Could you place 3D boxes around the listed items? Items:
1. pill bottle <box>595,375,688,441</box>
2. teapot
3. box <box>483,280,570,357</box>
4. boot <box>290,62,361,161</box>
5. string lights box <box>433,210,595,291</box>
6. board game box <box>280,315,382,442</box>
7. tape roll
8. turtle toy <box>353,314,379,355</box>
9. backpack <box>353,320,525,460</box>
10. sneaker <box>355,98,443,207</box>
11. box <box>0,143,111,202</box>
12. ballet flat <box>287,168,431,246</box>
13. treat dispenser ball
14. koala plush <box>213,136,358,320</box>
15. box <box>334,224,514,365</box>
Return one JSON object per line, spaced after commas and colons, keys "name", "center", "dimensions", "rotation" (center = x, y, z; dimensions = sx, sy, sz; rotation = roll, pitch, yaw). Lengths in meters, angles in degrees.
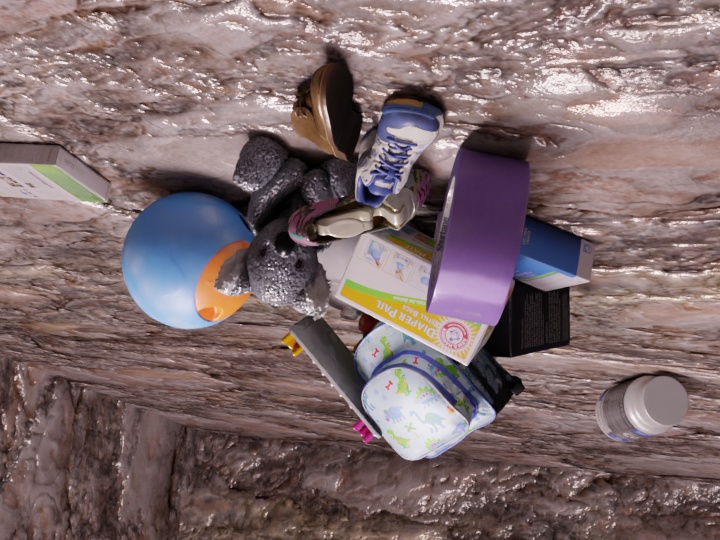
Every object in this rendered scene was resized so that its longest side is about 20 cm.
{"name": "pill bottle", "center": [0.542, 0.264, 2.407], "dimensions": [0.114, 0.114, 0.200], "rotation": [14, 164, -10]}
{"name": "teapot", "center": [0.000, 0.000, 1.817], "dimensions": [0.197, 0.146, 0.200], "rotation": [10, 163, 4]}
{"name": "box", "center": [0.205, 0.066, 1.862], "dimensions": [0.148, 0.104, 0.200], "rotation": [1, -176, 36]}
{"name": "boot", "center": [-0.047, -0.177, 1.389], "dimensions": [0.075, 0.074, 0.200], "rotation": [20, 167, 8]}
{"name": "string lights box", "center": [0.210, -0.032, 1.716], "dimensions": [0.200, 0.059, 0.103], "rotation": [20, 162, -26]}
{"name": "board game box", "center": [-0.029, 0.154, 1.844], "dimensions": [0.200, 0.026, 0.200], "rotation": [51, -170, 2]}
{"name": "tape roll", "center": [0.137, -0.039, 1.484], "dimensions": [0.085, 0.200, 0.200], "rotation": [10, 164, 0]}
{"name": "turtle toy", "center": [0.047, 0.074, 1.919], "dimensions": [0.200, 0.146, 0.101], "rotation": [30, 155, 33]}
{"name": "backpack", "center": [0.089, 0.151, 1.749], "dimensions": [0.200, 0.147, 0.183], "rotation": [51, 131, 0]}
{"name": "sneaker", "center": [0.042, -0.130, 1.444], "dimensions": [0.075, 0.088, 0.200], "rotation": [15, 162, -7]}
{"name": "box", "center": [-0.491, -0.146, 1.860], "dimensions": [0.200, 0.036, 0.144], "rotation": [6, 163, 23]}
{"name": "ballet flat", "center": [0.010, -0.070, 1.545], "dimensions": [0.200, 0.069, 0.071], "rotation": [-19, -153, -17]}
{"name": "treat dispenser ball", "center": [-0.248, -0.015, 1.833], "dimensions": [0.201, 0.201, 0.201], "rotation": [11, 164, 3]}
{"name": "koala plush", "center": [-0.093, -0.042, 1.635], "dimensions": [0.177, 0.200, 0.184], "rotation": [13, 164, -6]}
{"name": "box", "center": [0.086, 0.024, 1.641], "dimensions": [0.200, 0.101, 0.112], "rotation": [27, -161, 9]}
